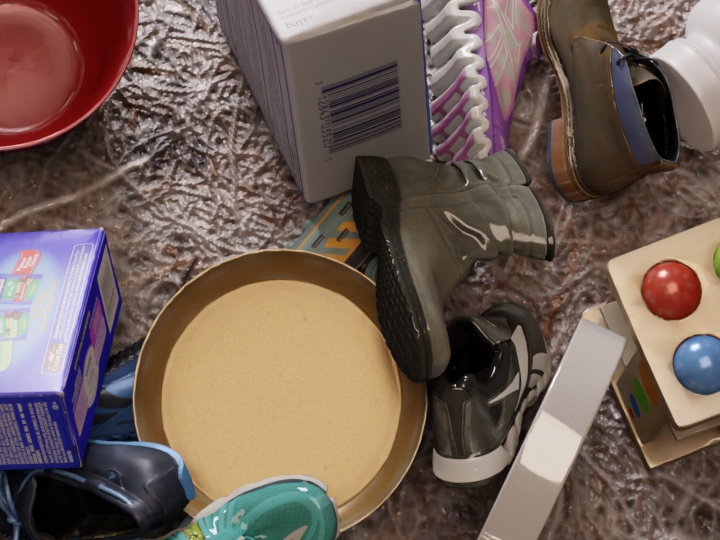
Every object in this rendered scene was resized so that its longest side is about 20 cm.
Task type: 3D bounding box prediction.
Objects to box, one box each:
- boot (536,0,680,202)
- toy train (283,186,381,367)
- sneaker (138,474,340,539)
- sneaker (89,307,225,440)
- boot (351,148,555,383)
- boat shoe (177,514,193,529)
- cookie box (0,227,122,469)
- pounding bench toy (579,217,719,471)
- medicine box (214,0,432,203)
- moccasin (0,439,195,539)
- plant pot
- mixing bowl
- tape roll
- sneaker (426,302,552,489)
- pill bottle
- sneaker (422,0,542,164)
[{"bbox_3d":[0.186,-0.154,1.683,0.074,0.097,0.202,0,84,-43],"label":"boot"},{"bbox_3d":[0.000,0.000,1.657,0.114,0.085,0.200,34,75,17],"label":"toy train"},{"bbox_3d":[-0.104,0.196,1.507,0.199,0.080,0.078,-25,89,6],"label":"sneaker"},{"bbox_3d":[-0.162,0.097,1.627,0.199,0.066,0.079,-26,103,-2],"label":"sneaker"},{"bbox_3d":[0.072,-0.014,1.556,0.130,0.068,0.201,-3,45,-10],"label":"boot"},{"bbox_3d":[-0.103,0.216,1.601,0.062,0.072,0.200,46,72,-28],"label":"boat shoe"},{"bbox_3d":[-0.276,0.054,1.571,0.198,0.076,0.172,-2,40,8],"label":"cookie box"},{"bbox_3d":[0.275,0.032,1.618,0.199,0.156,0.125,-21,75,-9],"label":"pounding bench toy"},{"bbox_3d":[-0.035,-0.187,1.628,0.102,0.183,0.201,-20,57,-8],"label":"medicine box"},{"bbox_3d":[-0.205,0.149,1.553,0.068,0.199,0.081,-45,115,-48],"label":"moccasin"},{"bbox_3d":[-0.054,0.086,1.574,0.198,0.027,0.202,0,80,1],"label":"plant pot"},{"bbox_3d":[-0.255,-0.164,1.675,0.199,0.108,0.202,0,73,-2],"label":"mixing bowl"},{"bbox_3d":[0.121,0.129,1.559,0.037,0.203,0.204,25,74,4],"label":"tape roll"},{"bbox_3d":[0.086,0.060,1.589,0.066,0.200,0.091,-3,117,18],"label":"sneaker"},{"bbox_3d":[0.311,-0.175,1.705,0.199,0.109,0.109,-34,78,-12],"label":"pill bottle"},{"bbox_3d":[0.097,-0.153,1.711,0.088,0.080,0.202,0,77,-24],"label":"sneaker"}]
